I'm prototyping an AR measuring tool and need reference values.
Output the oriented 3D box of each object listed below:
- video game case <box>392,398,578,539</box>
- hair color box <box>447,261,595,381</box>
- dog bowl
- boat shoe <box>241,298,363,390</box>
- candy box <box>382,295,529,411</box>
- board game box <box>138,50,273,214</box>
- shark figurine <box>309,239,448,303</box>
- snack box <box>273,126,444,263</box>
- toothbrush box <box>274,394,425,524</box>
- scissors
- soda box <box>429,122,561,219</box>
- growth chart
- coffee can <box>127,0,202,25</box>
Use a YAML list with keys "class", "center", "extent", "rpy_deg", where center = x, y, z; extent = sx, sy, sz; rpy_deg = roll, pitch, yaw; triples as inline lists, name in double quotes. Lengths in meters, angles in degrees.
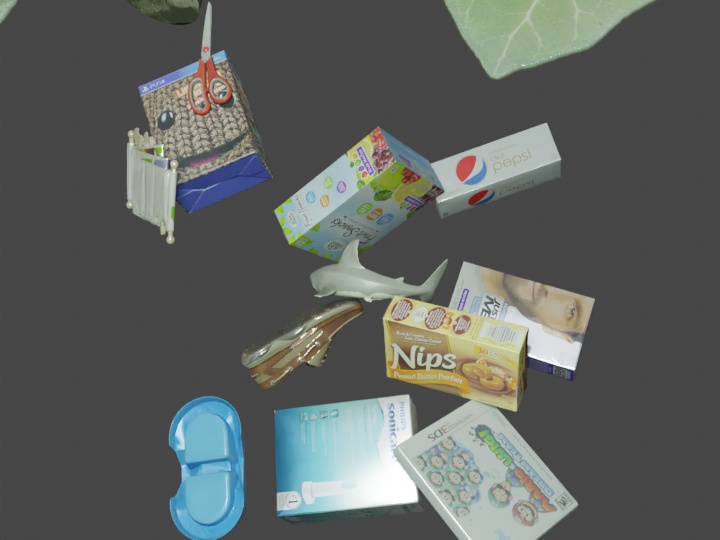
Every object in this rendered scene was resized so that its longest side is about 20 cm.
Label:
- class: "video game case"
  center: [0.167, 0.276, 1.258]
  extent: [0.180, 0.024, 0.201]
  rpy_deg: [-22, 62, -38]
- class: "hair color box"
  center: [0.224, 0.071, 1.355]
  extent: [0.196, 0.065, 0.111]
  rpy_deg: [16, 73, 15]
- class: "dog bowl"
  center: [-0.216, 0.288, 1.372]
  extent: [0.109, 0.050, 0.204]
  rpy_deg: [-9, 68, 8]
- class: "boat shoe"
  center: [-0.079, 0.108, 1.408]
  extent: [0.197, 0.076, 0.073]
  rpy_deg: [-29, 100, -10]
- class: "candy box"
  center: [0.131, 0.114, 1.317]
  extent: [0.196, 0.117, 0.056]
  rpy_deg: [14, 43, 21]
- class: "board game box"
  center: [-0.251, -0.224, 1.544]
  extent: [0.157, 0.097, 0.203]
  rpy_deg: [-22, 67, 3]
- class: "shark figurine"
  center: [0.013, 0.002, 1.380]
  extent: [0.210, 0.128, 0.092]
  rpy_deg: [4, 93, 16]
- class: "snack box"
  center: [0.001, -0.101, 1.379]
  extent: [0.199, 0.168, 0.069]
  rpy_deg: [-36, 65, 20]
- class: "toothbrush box"
  center: [-0.015, 0.264, 1.320]
  extent: [0.195, 0.086, 0.149]
  rpy_deg: [-9, 67, 9]
- class: "scissors"
  center: [-0.254, -0.342, 1.527]
  extent: [0.072, 0.014, 0.204]
  rpy_deg: [-18, 69, 6]
- class: "soda box"
  center: [0.201, -0.150, 1.441]
  extent: [0.196, 0.064, 0.069]
  rpy_deg: [-19, 67, 5]
- class: "growth chart"
  center: [-0.332, -0.141, 1.497]
  extent: [0.199, 0.017, 0.148]
  rpy_deg: [30, 117, 50]
- class: "coffee can"
  center: [-0.321, -0.557, 1.656]
  extent: [0.143, 0.147, 0.204]
  rpy_deg: [11, 72, 15]
